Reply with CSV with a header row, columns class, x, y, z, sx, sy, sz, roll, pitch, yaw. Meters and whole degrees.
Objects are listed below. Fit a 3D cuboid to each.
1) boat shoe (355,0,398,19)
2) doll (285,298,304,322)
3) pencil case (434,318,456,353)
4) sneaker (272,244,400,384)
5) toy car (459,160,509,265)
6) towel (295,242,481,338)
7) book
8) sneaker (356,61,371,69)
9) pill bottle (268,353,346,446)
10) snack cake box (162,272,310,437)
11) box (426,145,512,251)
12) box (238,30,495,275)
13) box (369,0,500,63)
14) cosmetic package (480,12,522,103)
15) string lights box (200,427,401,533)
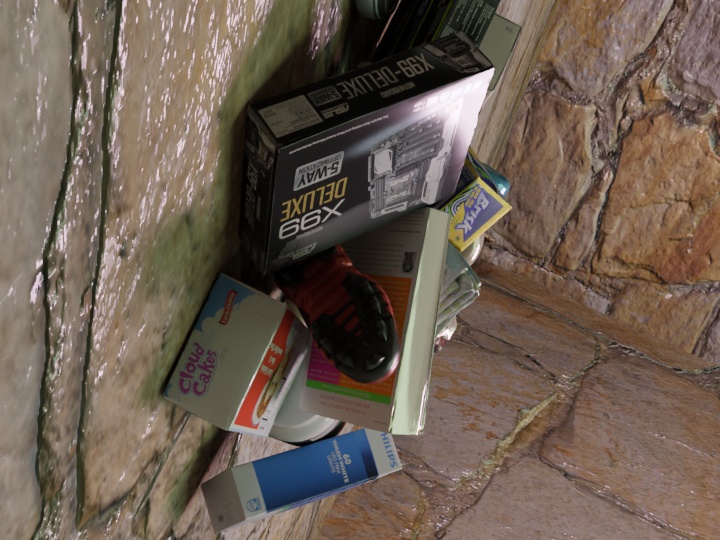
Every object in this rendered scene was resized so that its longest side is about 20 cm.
class,x,y,z,sx,sy,sz,roll,pitch,yaw
boat shoe,0.041,-0.286,0.844,0.201,0.056,0.069,105,12,-47
doll,0.000,0.000,1.131,0.199,0.137,0.048,-30,158,17
pencil case,0.029,0.058,1.331,0.199,0.089,0.078,17,67,-42
sneaker,-0.008,0.043,0.873,0.071,0.098,0.200,-37,-146,-2
toy car,0.063,-0.083,1.249,0.185,0.176,0.200,-57,-173,16
towel,0.015,0.012,1.043,0.171,0.200,0.048,-48,136,13
book,0.008,0.040,0.960,0.048,0.133,0.202,12,86,-46
sneaker,-0.002,-0.126,0.991,0.075,0.093,0.200,-10,163,-27
pill bottle,-0.069,0.132,1.141,0.117,0.116,0.200,-64,171,-10
snack cake box,-0.104,0.084,0.943,0.116,0.067,0.200,-64,172,-8
box,0.072,-0.114,1.036,0.070,0.064,0.201,-41,-137,16
box,0.000,-0.093,0.835,0.199,0.050,0.158,-24,151,-25
box,0.079,-0.251,0.982,0.201,0.047,0.193,-65,-161,-11
cosmetic package,0.137,-0.254,1.376,0.104,0.073,0.200,-64,-178,-17
string lights box,-0.065,0.231,1.156,0.199,0.059,0.103,-12,165,-32
